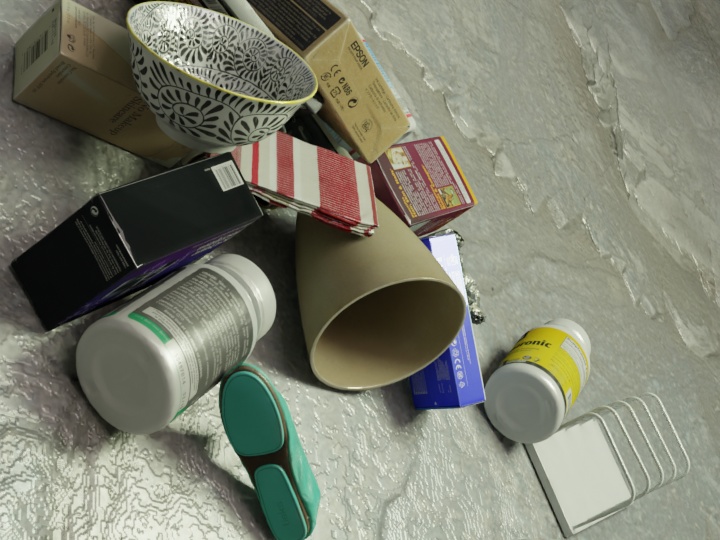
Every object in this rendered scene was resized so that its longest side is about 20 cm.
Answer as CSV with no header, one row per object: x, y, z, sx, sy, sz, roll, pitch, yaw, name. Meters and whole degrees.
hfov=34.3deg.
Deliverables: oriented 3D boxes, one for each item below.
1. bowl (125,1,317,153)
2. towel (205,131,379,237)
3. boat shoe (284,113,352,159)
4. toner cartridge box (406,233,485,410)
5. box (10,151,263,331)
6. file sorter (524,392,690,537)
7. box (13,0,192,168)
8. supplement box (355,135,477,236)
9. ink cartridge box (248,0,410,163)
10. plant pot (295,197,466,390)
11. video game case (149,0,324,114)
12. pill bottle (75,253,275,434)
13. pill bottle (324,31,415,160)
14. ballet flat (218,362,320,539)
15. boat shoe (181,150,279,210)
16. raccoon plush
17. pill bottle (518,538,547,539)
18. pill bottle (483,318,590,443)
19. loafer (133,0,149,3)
-0.150,-0.180,1.164,0.198,0.095,0.202,20,28,-11,bowl
-0.076,-0.108,1.287,0.197,0.023,0.145,19,31,-16,towel
-0.068,-0.161,1.455,0.201,0.062,0.073,51,-4,4,boat shoe
0.089,0.063,1.402,0.043,0.095,0.203,-10,89,-32,toner cartridge box
-0.208,-0.031,1.111,0.199,0.140,0.080,-29,91,-56,box
0.344,0.257,1.602,0.199,0.124,0.140,-5,67,-53,file sorter
-0.254,-0.193,1.225,0.198,0.094,0.079,22,49,-40,box
0.060,-0.104,1.562,0.199,0.085,0.111,-19,79,-56,supplement box
-0.042,-0.244,1.371,0.165,0.075,0.200,48,-3,38,ink cartridge box
0.000,0.000,1.343,0.186,0.187,0.202,19,35,-42,plant pot
-0.149,-0.261,1.329,0.026,0.180,0.200,-51,122,-16,video game case
-0.168,0.062,1.112,0.114,0.113,0.200,55,34,-3,pill bottle
-0.020,-0.246,1.553,0.202,0.108,0.108,58,34,1,pill bottle
-0.087,0.169,1.140,0.071,0.066,0.203,-67,143,-64,ballet flat
-0.115,-0.100,1.348,0.198,0.072,0.060,6,55,-44,boat shoe
0.071,0.032,1.505,0.198,0.096,0.136,-19,92,-26,raccoon plush
0.253,0.384,1.396,0.198,0.111,0.113,18,50,-43,pill bottle
0.248,0.141,1.585,0.112,0.111,0.200,55,33,-2,pill bottle
-0.231,-0.400,1.438,0.073,0.072,0.202,37,38,-25,loafer
